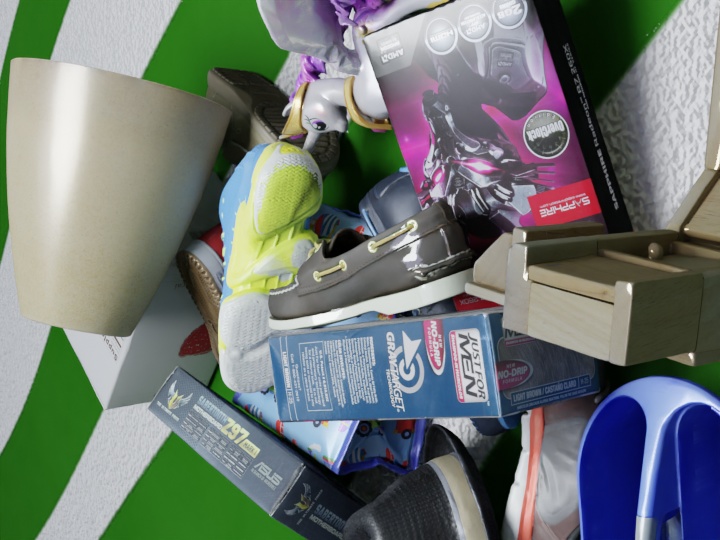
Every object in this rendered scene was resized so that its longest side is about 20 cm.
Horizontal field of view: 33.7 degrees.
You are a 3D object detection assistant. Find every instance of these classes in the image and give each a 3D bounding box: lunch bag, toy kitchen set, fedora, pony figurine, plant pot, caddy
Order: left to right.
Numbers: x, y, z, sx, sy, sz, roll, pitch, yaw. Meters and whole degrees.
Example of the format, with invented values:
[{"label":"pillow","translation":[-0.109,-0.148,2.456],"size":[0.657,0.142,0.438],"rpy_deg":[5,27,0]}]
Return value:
[{"label":"plant pot","translation":[-0.218,-0.053,0.987],"size":[0.186,0.186,0.203],"rpy_deg":[11,88,51]},{"label":"lunch bag","translation":[-0.005,0.044,0.967],"size":[0.150,0.093,0.203],"rpy_deg":[23,100,47]},{"label":"pony figurine","translation":[0.010,-0.171,0.873],"size":[0.198,0.166,0.196],"rpy_deg":[6,108,36]},{"label":"fedora","translation":[0.040,0.214,0.853],"size":[0.200,0.090,0.204],"rpy_deg":[169,90,-79]},{"label":"toy kitchen set","translation":[0.150,-0.062,0.643],"size":[0.162,0.198,0.184],"rpy_deg":[16,107,49]},{"label":"caddy","translation":[0.195,0.160,0.690],"size":[0.140,0.104,0.204],"rpy_deg":[-2,94,53]}]

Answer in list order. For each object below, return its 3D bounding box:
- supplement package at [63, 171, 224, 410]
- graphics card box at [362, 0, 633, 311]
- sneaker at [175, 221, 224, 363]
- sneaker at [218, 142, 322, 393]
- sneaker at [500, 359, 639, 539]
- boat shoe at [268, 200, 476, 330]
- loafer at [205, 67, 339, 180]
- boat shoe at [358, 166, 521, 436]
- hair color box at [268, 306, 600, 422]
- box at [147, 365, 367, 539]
[{"label":"supplement package","translation":[-0.196,0.019,1.163],"size":[0.120,0.120,0.201],"rpy_deg":[53,133,33]},{"label":"graphics card box","translation":[0.092,-0.079,0.769],"size":[0.124,0.051,0.203],"rpy_deg":[-13,100,33]},{"label":"sneaker","translation":[-0.087,0.029,1.078],"size":[0.071,0.112,0.202],"rpy_deg":[24,145,37]},{"label":"sneaker","translation":[-0.078,-0.009,0.950],"size":[0.105,0.075,0.203],"rpy_deg":[-133,55,-61]},{"label":"sneaker","translation":[0.151,0.112,0.790],"size":[0.081,0.077,0.203],"rpy_deg":[15,109,22]},{"label":"boat shoe","translation":[0.000,0.000,0.807],"size":[0.200,0.071,0.061],"rpy_deg":[-14,93,49]},{"label":"loafer","translation":[-0.080,-0.115,1.042],"size":[0.200,0.075,0.069],"rpy_deg":[48,131,49]},{"label":"boat shoe","translation":[0.058,0.026,0.864],"size":[0.068,0.084,0.203],"rpy_deg":[-24,75,22]},{"label":"hair color box","translation":[0.041,0.059,0.755],"size":[0.198,0.099,0.062],"rpy_deg":[-10,88,47]},{"label":"box","translation":[-0.071,0.170,0.998],"size":[0.199,0.158,0.051],"rpy_deg":[27,79,47]}]
